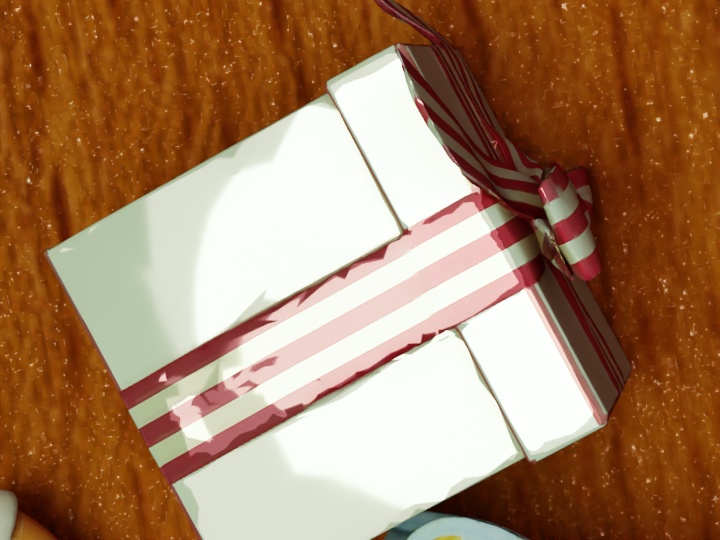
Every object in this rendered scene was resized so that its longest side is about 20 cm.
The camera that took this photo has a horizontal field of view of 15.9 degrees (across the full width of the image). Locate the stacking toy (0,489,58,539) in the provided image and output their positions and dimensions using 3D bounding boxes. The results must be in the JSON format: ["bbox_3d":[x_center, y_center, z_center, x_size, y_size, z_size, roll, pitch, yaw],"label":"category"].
[{"bbox_3d":[-0.104,0.193,1.085,0.200,0.146,0.146,26,95,-11],"label":"stacking toy"}]

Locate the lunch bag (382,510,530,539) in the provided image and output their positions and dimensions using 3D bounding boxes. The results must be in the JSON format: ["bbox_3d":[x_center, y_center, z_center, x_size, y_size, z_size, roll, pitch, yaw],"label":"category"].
[{"bbox_3d":[0.039,0.185,0.989,0.127,0.200,0.170,30,82,-12],"label":"lunch bag"}]

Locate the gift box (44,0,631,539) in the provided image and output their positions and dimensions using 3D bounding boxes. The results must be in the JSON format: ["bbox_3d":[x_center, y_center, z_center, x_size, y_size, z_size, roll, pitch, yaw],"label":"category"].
[{"bbox_3d":[0.000,0.000,1.021,0.187,0.185,0.200,-28,95,10],"label":"gift box"}]
